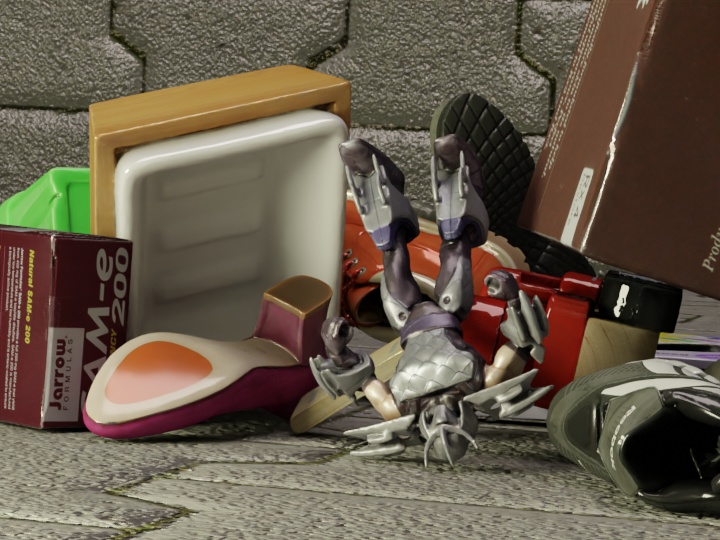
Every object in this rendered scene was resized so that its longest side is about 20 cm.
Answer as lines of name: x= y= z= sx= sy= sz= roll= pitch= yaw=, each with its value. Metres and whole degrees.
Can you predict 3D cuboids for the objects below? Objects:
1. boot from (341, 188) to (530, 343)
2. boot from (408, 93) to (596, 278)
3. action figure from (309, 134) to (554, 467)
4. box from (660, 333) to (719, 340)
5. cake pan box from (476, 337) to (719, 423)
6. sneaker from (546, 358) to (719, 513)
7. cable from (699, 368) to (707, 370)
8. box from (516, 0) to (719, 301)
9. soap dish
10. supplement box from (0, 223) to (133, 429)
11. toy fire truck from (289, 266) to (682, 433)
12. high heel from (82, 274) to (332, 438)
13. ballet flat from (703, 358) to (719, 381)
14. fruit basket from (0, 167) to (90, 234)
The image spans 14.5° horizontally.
boot: x=0.000 y=0.000 z=1.860 sx=0.200 sy=0.075 sz=0.107 roll=11 pitch=24 yaw=30
boot: x=0.069 y=-0.036 z=1.941 sx=0.130 sy=0.200 sz=0.068 roll=7 pitch=47 yaw=48
action figure: x=0.035 y=0.021 z=1.514 sx=0.130 sy=0.200 sz=0.069 roll=-12 pitch=-36 yaw=7
box: x=0.157 y=0.062 z=1.984 sx=0.200 sy=0.049 sz=0.117 roll=3 pitch=2 yaw=27
cake pan box: x=0.158 y=0.069 z=1.799 sx=0.199 sy=0.052 sz=0.184 roll=3 pitch=5 yaw=12
sneaker: x=0.146 y=0.080 z=1.380 sx=0.090 sy=0.067 sz=0.200 roll=4 pitch=4 yaw=-37
cable: x=0.256 y=0.094 z=1.631 sx=0.200 sy=0.050 sz=0.097 roll=14 pitch=0 yaw=-39
box: x=0.217 y=-0.064 z=1.547 sx=0.200 sy=0.166 sz=0.164 roll=18 pitch=3 yaw=-9
soap dish: x=-0.087 y=-0.023 z=1.652 sx=0.157 sy=0.200 sz=0.081 roll=-13 pitch=41 yaw=-20
supplement box: x=-0.217 y=0.027 z=1.621 sx=0.061 sy=0.109 sz=0.200 roll=1 pitch=4 yaw=-43
toy fire truck: x=0.074 y=0.050 z=1.622 sx=0.199 sy=0.129 sz=0.176 roll=14 pitch=4 yaw=6
high heel: x=-0.085 y=0.078 z=1.593 sx=0.067 sy=0.096 sz=0.200 roll=33 pitch=37 yaw=30
ballet flat: x=0.219 y=0.087 z=1.466 sx=0.046 sy=0.068 sz=0.200 roll=28 pitch=-5 yaw=-19
fruit basket: x=-0.137 y=0.008 z=1.839 sx=0.215 sy=0.156 sz=0.216 roll=-5 pitch=-23 yaw=-2
